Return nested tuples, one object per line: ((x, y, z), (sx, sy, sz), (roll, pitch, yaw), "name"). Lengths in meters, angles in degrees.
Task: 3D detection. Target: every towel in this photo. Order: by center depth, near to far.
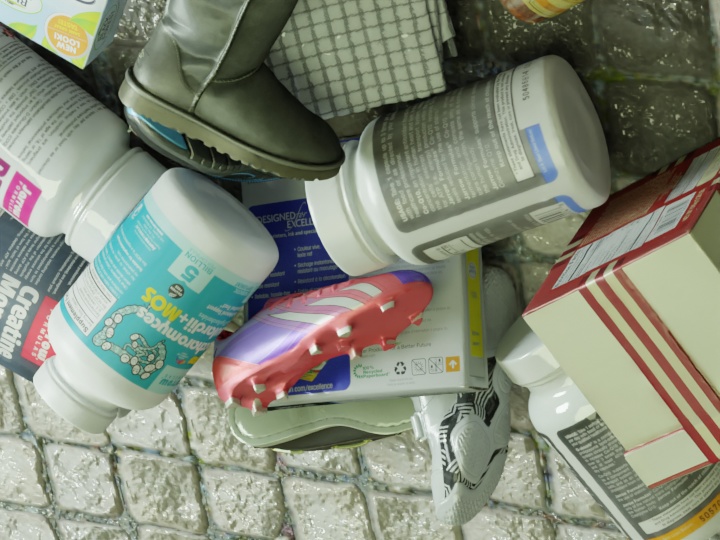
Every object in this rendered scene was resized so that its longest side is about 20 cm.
((-0.029, -0.207, 1.661), (0.165, 0.086, 0.201), (-14, 124, 5), "towel")

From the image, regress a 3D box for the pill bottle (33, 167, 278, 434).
((-0.161, 0.028, 1.795), (0.111, 0.111, 0.200), (39, 103, -4), "pill bottle")

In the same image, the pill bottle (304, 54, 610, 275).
((0.068, -0.070, 1.694), (0.199, 0.114, 0.114), (-18, 115, 21), "pill bottle")

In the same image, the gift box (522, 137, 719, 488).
((0.256, 0.032, 1.653), (0.200, 0.185, 0.187), (-25, 108, 44), "gift box")

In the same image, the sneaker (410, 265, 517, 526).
((0.055, 0.092, 1.837), (0.114, 0.075, 0.201), (7, 91, 33), "sneaker")

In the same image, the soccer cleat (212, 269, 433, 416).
((-0.034, 0.038, 1.765), (0.200, 0.077, 0.067), (-32, 148, 29), "soccer cleat")

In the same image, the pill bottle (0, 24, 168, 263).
((-0.252, -0.099, 1.849), (0.200, 0.113, 0.114), (37, 132, 6), "pill bottle")

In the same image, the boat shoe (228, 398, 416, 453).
((-0.005, 0.107, 1.925), (0.200, 0.072, 0.061), (-9, 164, 19), "boat shoe")

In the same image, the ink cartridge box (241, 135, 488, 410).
((0.000, 0.000, 1.812), (0.197, 0.047, 0.201), (-7, 78, 31), "ink cartridge box")

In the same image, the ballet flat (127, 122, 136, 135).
((-0.111, -0.157, 1.780), (0.076, 0.064, 0.200), (43, 131, -5), "ballet flat")

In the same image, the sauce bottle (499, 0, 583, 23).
((0.177, -0.230, 1.577), (0.200, 0.066, 0.066), (-25, 110, 40), "sauce bottle")

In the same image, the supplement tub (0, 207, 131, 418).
((-0.253, 0.020, 1.931), (0.199, 0.140, 0.141), (28, 132, 6), "supplement tub")

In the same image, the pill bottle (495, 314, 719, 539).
((0.198, 0.110, 1.783), (0.116, 0.116, 0.200), (-28, 108, 39), "pill bottle")

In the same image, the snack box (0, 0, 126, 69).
((-0.218, -0.260, 1.673), (0.142, 0.053, 0.200), (31, 130, 6), "snack box")

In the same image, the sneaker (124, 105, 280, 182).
((-0.115, -0.096, 1.754), (0.082, 0.200, 0.074), (-13, 73, 33), "sneaker")

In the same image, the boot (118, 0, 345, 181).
((-0.056, -0.173, 1.598), (0.181, 0.073, 0.201), (20, 113, -20), "boot")
